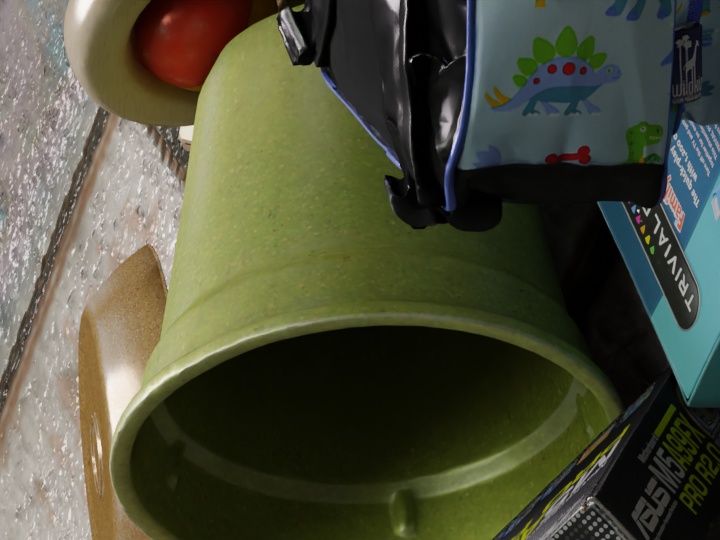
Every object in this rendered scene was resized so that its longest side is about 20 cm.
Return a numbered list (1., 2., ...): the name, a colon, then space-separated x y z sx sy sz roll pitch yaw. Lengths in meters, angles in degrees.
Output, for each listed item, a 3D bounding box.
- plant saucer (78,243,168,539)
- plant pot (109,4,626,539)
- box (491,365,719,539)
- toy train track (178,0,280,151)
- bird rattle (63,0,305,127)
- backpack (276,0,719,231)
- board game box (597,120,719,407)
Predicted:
1. plant saucer: -0.111 0.088 1.324 0.200 0.035 0.201 176 90 -79
2. plant pot: 0.000 0.000 1.095 0.200 0.200 0.185 -45 38 44
3. box: 0.047 0.132 0.971 0.200 0.044 0.160 -47 -3 23
4. toy train track: -0.033 -0.141 1.267 0.114 0.033 0.200 13 61 27
5. bird rattle: -0.053 -0.119 1.132 0.163 0.200 0.113 -49 61 26
6. backpack: 0.063 -0.138 0.909 0.183 0.146 0.201 -123 31 -58
7. board game box: 0.145 -0.075 0.968 0.151 0.047 0.200 -109 29 -43
